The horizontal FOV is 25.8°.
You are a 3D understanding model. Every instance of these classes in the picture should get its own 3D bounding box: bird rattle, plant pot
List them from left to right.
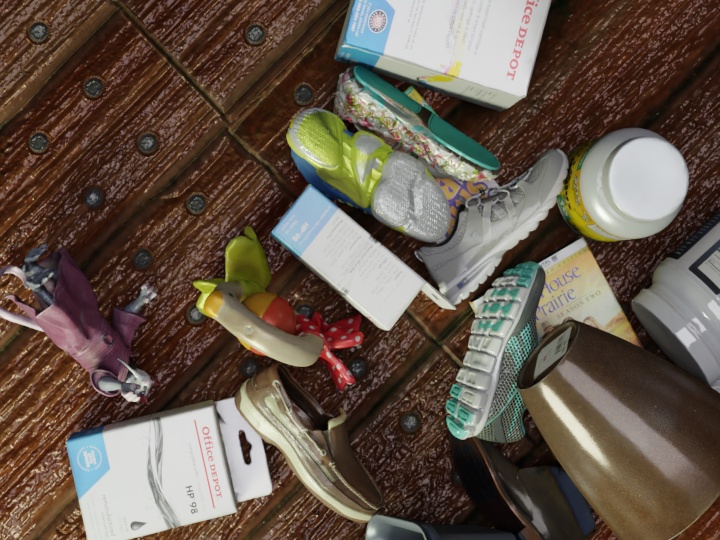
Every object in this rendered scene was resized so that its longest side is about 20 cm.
[{"bbox_3d":[-0.091,0.061,1.634,0.200,0.163,0.113,42,105,6],"label":"bird rattle"},{"bbox_3d":[0.262,0.149,1.612,0.200,0.187,0.187,41,87,-11],"label":"plant pot"}]

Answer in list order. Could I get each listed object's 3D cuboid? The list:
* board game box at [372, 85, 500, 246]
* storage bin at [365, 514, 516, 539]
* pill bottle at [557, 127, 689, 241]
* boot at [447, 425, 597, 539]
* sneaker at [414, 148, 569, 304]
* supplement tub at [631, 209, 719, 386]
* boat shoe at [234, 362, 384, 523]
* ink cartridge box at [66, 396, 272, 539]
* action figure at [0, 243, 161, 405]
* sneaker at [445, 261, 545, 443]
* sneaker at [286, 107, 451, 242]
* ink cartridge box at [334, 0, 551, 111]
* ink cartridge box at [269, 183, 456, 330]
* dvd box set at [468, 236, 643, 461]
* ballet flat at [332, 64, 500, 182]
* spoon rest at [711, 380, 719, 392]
[{"bbox_3d":[0.086,-0.093,1.708,0.095,0.030,0.200,-42,95,-4],"label":"board game box"},{"bbox_3d":[0.087,0.358,1.663,0.133,0.145,0.203,0,89,-32],"label":"storage bin"},{"bbox_3d":[0.274,-0.089,1.634,0.111,0.200,0.114,0,90,-4],"label":"pill bottle"},{"bbox_3d":[0.175,0.231,1.706,0.096,0.075,0.202,-25,82,-28],"label":"boot"},{"bbox_3d":[0.141,-0.060,1.662,0.082,0.075,0.200,43,85,-3],"label":"sneaker"},{"bbox_3d":[0.402,0.012,1.674,0.200,0.140,0.141,-41,93,-3],"label":"supplement tub"},{"bbox_3d":[-0.041,0.180,1.658,0.202,0.075,0.075,43,114,-9],"label":"boat shoe"},{"bbox_3d":[-0.199,0.208,1.656,0.197,0.067,0.117,-14,90,-4],"label":"ink cartridge box"},{"bbox_3d":[-0.288,0.076,1.640,0.148,0.135,0.201,-19,122,30],"label":"action figure"},{"bbox_3d":[0.162,0.092,1.670,0.090,0.077,0.202,22,89,-25],"label":"sneaker"},{"bbox_3d":[0.006,-0.097,1.665,0.199,0.105,0.076,39,76,-4],"label":"sneaker"},{"bbox_3d":[0.089,-0.269,1.648,0.198,0.145,0.149,17,89,-4],"label":"ink cartridge box"},{"bbox_3d":[0.000,0.000,1.655,0.199,0.116,0.067,40,87,-3],"label":"ink cartridge box"},{"bbox_3d":[0.228,0.085,1.716,0.145,0.029,0.202,-29,92,-4],"label":"dvd box set"},{"bbox_3d":[0.055,-0.143,1.669,0.199,0.076,0.064,35,117,1],"label":"ballet flat"},{"bbox_3d":[0.435,0.130,1.726,0.198,0.061,0.100,-25,90,9],"label":"spoon rest"}]
